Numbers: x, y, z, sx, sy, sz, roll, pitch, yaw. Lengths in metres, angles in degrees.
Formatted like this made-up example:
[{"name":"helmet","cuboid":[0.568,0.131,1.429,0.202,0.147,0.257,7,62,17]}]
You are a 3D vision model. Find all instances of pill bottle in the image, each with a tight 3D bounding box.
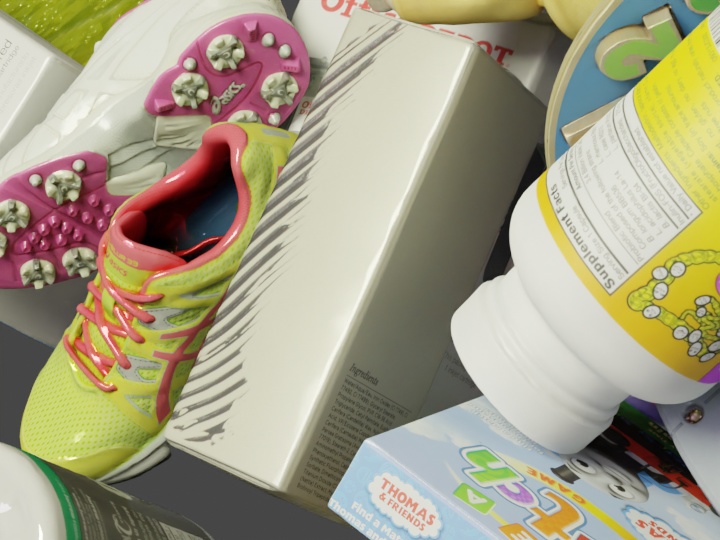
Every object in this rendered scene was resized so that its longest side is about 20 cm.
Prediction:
[{"name":"pill bottle","cuboid":[-0.121,0.150,1.123,0.112,0.200,0.114,-11,67,27]},{"name":"pill bottle","cuboid":[0.127,-0.021,0.963,0.200,0.104,0.105,-44,55,22]}]

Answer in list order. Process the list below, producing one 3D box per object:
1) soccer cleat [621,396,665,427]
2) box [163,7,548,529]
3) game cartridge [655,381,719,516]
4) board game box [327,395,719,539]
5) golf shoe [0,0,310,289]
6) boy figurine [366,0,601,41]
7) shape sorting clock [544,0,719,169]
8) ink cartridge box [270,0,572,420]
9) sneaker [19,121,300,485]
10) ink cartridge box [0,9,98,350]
[{"name":"soccer cleat","cuboid":[0.184,0.055,1.052,0.199,0.067,0.077,-2,60,27]},{"name":"box","cuboid":[0.000,0.000,1.078,0.068,0.082,0.201,20,82,33]},{"name":"game cartridge","cuboid":[0.200,0.066,0.974,0.133,0.041,0.200,-39,51,-1]},{"name":"board game box","cuboid":[0.095,0.104,0.987,0.151,0.200,0.037,36,111,18]},{"name":"golf shoe","cuboid":[-0.110,-0.068,1.196,0.199,0.075,0.092,-34,40,15]},{"name":"boy figurine","cuboid":[0.058,-0.152,1.077,0.199,0.064,0.125,28,79,31]},{"name":"shape sorting clock","cuboid":[0.171,-0.063,1.027,0.199,0.200,0.039,-31,40,18]},{"name":"ink cartridge box","cuboid":[0.015,-0.029,1.178,0.145,0.085,0.201,20,82,35]},{"name":"sneaker","cuboid":[-0.093,0.009,1.125,0.200,0.090,0.078,-52,57,9]},{"name":"ink cartridge box","cuboid":[-0.213,-0.075,1.309,0.200,0.125,0.129,33,91,35]}]
